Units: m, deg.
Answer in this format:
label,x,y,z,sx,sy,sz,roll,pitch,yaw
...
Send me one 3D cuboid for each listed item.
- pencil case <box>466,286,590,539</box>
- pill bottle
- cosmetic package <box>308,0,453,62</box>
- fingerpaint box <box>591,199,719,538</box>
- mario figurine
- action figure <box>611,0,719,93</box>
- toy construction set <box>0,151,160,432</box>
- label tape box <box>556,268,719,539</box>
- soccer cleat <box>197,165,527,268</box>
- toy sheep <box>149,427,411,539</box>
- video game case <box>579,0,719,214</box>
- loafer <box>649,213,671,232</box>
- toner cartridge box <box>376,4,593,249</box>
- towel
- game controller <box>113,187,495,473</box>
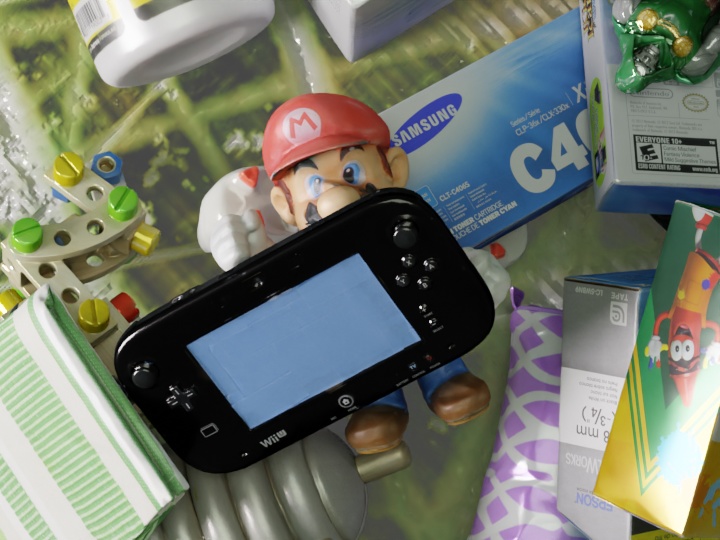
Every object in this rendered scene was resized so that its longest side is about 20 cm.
label,x,y,z,sx,sy,sz,roll,pitch,yaw
pencil case,0.108,0.116,1.442,0.085,0.084,0.200,12,83,25
pill bottle,-0.137,-0.219,1.452,0.112,0.112,0.200,-23,86,-2
cosmetic package,0.047,-0.232,1.408,0.199,0.200,0.123,-32,88,-2
fingerpaint box,0.234,0.059,1.339,0.073,0.200,0.167,23,102,46
mario figurine,0.000,0.000,1.340,0.123,0.106,0.200,-29,103,-34
action figure,0.201,-0.175,1.400,0.118,0.055,0.200,35,69,1
toy construction set,-0.133,0.023,1.418,0.131,0.092,0.200,-37,60,-24
label tape box,0.180,0.100,1.404,0.144,0.063,0.200,-5,98,-43
soccer cleat,0.000,-0.029,1.463,0.200,0.078,0.069,5,72,-19
toy sheep,-0.062,0.145,1.412,0.200,0.138,0.138,-22,85,3
video game case,0.230,-0.120,1.434,0.200,0.045,0.182,3,68,-11
loafer,0.261,-0.030,1.463,0.200,0.068,0.070,22,53,4
toner cartridge box,0.093,-0.080,1.441,0.200,0.043,0.095,-30,84,-23
towel,-0.180,0.116,1.392,0.023,0.200,0.153,-24,73,-42
game controller,-0.030,0.034,1.308,0.200,0.042,0.104,-28,106,18
